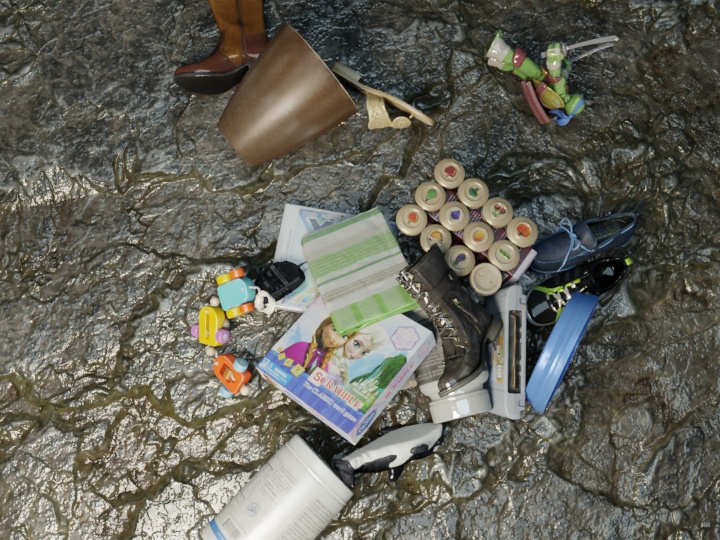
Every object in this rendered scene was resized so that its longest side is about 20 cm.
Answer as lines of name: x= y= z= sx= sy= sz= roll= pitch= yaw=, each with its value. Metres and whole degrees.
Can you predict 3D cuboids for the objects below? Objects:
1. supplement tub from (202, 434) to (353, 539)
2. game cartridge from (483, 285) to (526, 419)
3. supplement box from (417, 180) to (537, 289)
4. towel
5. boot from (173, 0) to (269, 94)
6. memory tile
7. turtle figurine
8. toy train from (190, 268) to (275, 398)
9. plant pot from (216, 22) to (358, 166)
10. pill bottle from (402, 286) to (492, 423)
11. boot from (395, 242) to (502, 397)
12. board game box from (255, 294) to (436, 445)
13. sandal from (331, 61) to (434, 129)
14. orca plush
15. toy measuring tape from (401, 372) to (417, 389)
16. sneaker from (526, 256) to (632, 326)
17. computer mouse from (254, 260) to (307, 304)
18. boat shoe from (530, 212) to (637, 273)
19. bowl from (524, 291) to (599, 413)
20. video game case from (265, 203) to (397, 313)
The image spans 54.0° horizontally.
supplement tub: x=-0.122 y=0.361 z=1.053 sx=0.200 sy=0.132 sz=0.132 roll=-44 pitch=82 yaw=-12
game cartridge: x=0.226 y=0.129 z=1.120 sx=0.041 sy=0.133 sz=0.201 roll=3 pitch=82 yaw=-9
supplement box: x=0.183 y=-0.054 z=1.177 sx=0.200 sy=0.109 sz=0.061 roll=36 pitch=79 yaw=5
towel: x=0.000 y=0.000 z=1.123 sx=0.149 sy=0.031 sz=0.200 roll=-21 pitch=56 yaw=-4
boot: x=-0.252 y=-0.424 z=1.266 sx=0.188 sy=0.068 sz=0.201 roll=-13 pitch=77 yaw=-5
memory tile: x=0.168 y=-0.070 z=1.116 sx=0.200 sy=0.017 sz=0.153 roll=40 pitch=79 yaw=6
turtle figurine: x=0.333 y=-0.377 z=1.246 sx=0.193 sy=0.200 sz=0.144 roll=29 pitch=43 yaw=9
toy train: x=-0.192 y=0.095 z=1.130 sx=0.150 sy=0.056 sz=0.200 roll=37 pitch=114 yaw=25
plant pot: x=-0.139 y=-0.276 z=1.194 sx=0.200 sy=0.187 sz=0.187 roll=-40 pitch=81 yaw=4
pill bottle: x=0.139 y=0.135 z=1.127 sx=0.113 sy=0.114 sz=0.201 roll=-11 pitch=77 yaw=-5
boot: x=0.112 y=0.068 z=1.027 sx=0.174 sy=0.069 sz=0.200 roll=48 pitch=42 yaw=-7
board game box: x=-0.023 y=0.129 z=1.080 sx=0.200 sy=0.041 sz=0.200 roll=28 pitch=66 yaw=31
sandal: x=0.026 y=-0.286 z=1.254 sx=0.211 sy=0.078 sz=0.070 roll=35 pitch=97 yaw=11
orca plush: x=0.051 y=0.298 z=1.087 sx=0.200 sy=0.105 sz=0.071 roll=-17 pitch=103 yaw=-47
toy measuring tape: x=-0.012 y=0.166 z=1.127 sx=0.199 sy=0.074 sz=0.074 roll=-7 pitch=77 yaw=3
sneaker: x=0.360 y=0.024 z=1.179 sx=0.200 sy=0.083 sz=0.072 roll=-29 pitch=79 yaw=-9
computer mouse: x=-0.092 y=-0.006 z=1.174 sx=0.200 sy=0.034 sz=0.059 roll=-32 pitch=55 yaw=-13
boat shoe: x=0.374 y=-0.061 z=1.202 sx=0.199 sy=0.069 sz=0.084 roll=-24 pitch=64 yaw=-12
bowl: x=0.310 y=0.124 z=1.097 sx=0.039 sy=0.201 sz=0.201 roll=26 pitch=76 yaw=20
video game case: x=-0.047 y=-0.011 z=1.200 sx=0.199 sy=0.022 sz=0.183 roll=10 pitch=77 yaw=0
